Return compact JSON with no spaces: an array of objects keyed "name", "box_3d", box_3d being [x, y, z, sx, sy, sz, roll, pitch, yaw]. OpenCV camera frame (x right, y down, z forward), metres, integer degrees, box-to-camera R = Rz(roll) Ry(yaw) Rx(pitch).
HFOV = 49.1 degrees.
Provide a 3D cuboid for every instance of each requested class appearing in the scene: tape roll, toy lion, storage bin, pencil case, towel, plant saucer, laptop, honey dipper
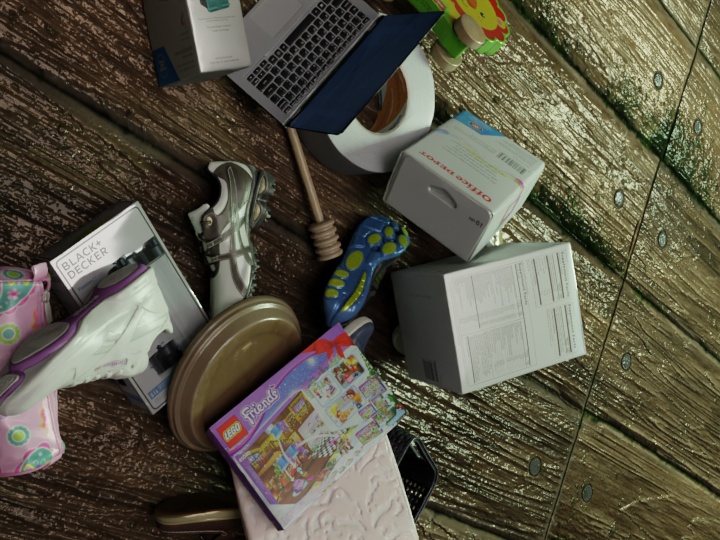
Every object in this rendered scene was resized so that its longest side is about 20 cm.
[{"name":"tape roll","box_3d":[0.005,-0.229,1.034,0.197,0.066,0.206,-4,96,-37]},{"name":"toy lion","box_3d":[0.123,-0.379,1.095,0.200,0.068,0.193,45,42,-10]},{"name":"storage bin","box_3d":[0.006,0.307,1.025,0.202,0.092,0.136,-57,144,-23]},{"name":"pencil case","box_3d":[-0.339,0.095,0.777,0.086,0.087,0.205,-6,98,-37]},{"name":"towel","box_3d":[-0.046,0.260,0.918,0.196,0.032,0.195,-13,75,-21]},{"name":"plant saucer","box_3d":[-0.137,0.126,0.919,0.199,0.029,0.203,-34,139,-36]},{"name":"laptop","box_3d":[-0.045,-0.265,0.893,0.199,0.116,0.188,40,77,1]},{"name":"honey dipper","box_3d":[-0.066,-0.113,1.005,0.038,0.038,0.204,-25,107,-33]}]

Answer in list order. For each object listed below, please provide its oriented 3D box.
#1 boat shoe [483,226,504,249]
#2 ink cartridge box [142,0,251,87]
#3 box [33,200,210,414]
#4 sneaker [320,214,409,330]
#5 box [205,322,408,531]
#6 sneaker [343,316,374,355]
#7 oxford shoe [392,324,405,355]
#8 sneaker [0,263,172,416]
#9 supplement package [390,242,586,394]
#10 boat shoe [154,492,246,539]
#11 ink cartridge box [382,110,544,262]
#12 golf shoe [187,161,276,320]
[{"name":"boat shoe","box_3d":[0.183,-0.051,1.177,0.069,0.074,0.200,-51,120,-16]},{"name":"ink cartridge box","box_3d":[-0.188,-0.310,0.847,0.066,0.115,0.205,-18,103,-34]},{"name":"box","box_3d":[-0.246,0.040,0.860,0.116,0.060,0.203,-39,115,-29]},{"name":"sneaker","box_3d":[0.000,0.000,1.049,0.070,0.083,0.201,34,53,2]},{"name":"box","box_3d":[-0.059,0.175,0.906,0.199,0.039,0.138,-37,86,-25]},{"name":"sneaker","box_3d":[-0.022,0.160,1.007,0.202,0.084,0.075,-60,158,-5]},{"name":"oxford shoe","box_3d":[0.131,0.080,1.161,0.196,0.058,0.076,-11,129,-23]},{"name":"sneaker","box_3d":[-0.255,0.081,0.760,0.200,0.074,0.101,-45,123,-39]},{"name":"supplement package","box_3d":[0.169,0.056,1.054,0.196,0.151,0.154,-13,96,-23]},{"name":"boat shoe","box_3d":[-0.156,0.309,0.945,0.198,0.071,0.074,12,86,-44]},{"name":"ink cartridge box","box_3d":[0.141,-0.119,1.057,0.199,0.143,0.086,-38,160,-50]},{"name":"golf shoe","box_3d":[-0.164,-0.029,0.919,0.093,0.077,0.205,15,76,-29]}]
